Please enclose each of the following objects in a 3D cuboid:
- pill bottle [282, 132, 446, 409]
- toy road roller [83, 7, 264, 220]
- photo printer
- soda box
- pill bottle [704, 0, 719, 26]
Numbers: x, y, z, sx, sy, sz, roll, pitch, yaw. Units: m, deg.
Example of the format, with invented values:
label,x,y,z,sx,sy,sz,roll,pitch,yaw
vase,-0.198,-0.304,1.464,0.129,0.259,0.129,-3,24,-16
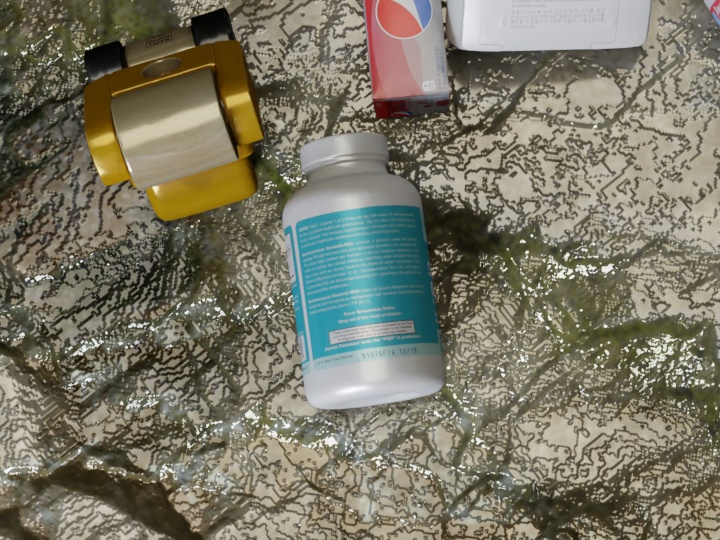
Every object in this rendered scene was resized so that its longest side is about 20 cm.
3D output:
label,x,y,z,sx,sy,sz,roll,pitch,yaw
pill bottle,0.000,0.000,1.438,0.110,0.111,0.202,-8,82,1
toy road roller,-0.131,-0.098,1.426,0.122,0.200,0.147,-17,117,1
photo printer,0.150,-0.269,1.432,0.165,0.070,0.202,-3,123,-6
soda box,0.032,-0.227,1.490,0.063,0.070,0.202,-6,81,3
pill bottle,0.335,-0.204,1.453,0.108,0.109,0.201,-32,81,-2
